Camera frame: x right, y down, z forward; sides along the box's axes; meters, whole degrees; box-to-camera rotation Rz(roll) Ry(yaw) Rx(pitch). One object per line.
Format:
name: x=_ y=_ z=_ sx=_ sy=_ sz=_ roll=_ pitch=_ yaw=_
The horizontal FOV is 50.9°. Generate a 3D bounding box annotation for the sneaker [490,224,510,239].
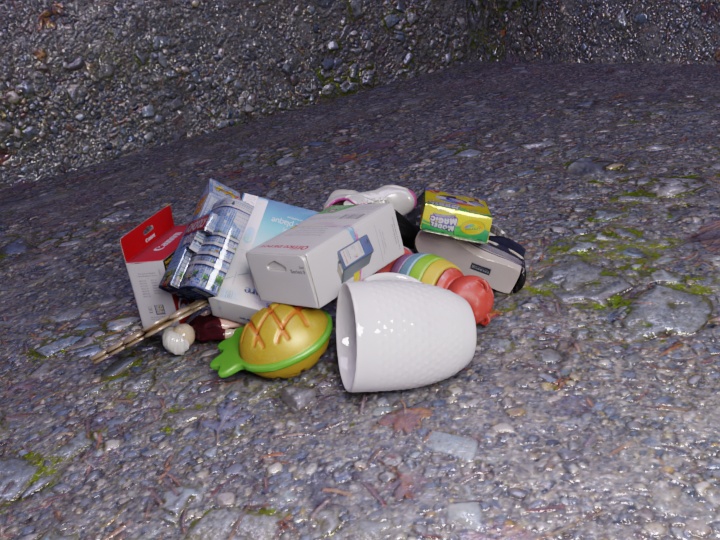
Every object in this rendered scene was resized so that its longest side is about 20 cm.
sneaker: x=0.226 y=-0.052 z=1.419 sx=0.199 sy=0.078 sz=0.088 roll=35 pitch=7 yaw=38

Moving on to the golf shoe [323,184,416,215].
golf shoe: x=0.015 y=-0.127 z=1.539 sx=0.197 sy=0.077 sz=0.092 roll=-4 pitch=17 yaw=21

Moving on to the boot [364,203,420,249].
boot: x=0.027 y=-0.077 z=1.451 sx=0.162 sy=0.067 sz=0.199 roll=-6 pitch=-7 yaw=24

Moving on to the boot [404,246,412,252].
boot: x=0.000 y=0.000 z=1.414 sx=0.196 sy=0.074 sz=0.090 roll=-12 pitch=7 yaw=-10

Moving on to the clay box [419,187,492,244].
clay box: x=0.160 y=-0.094 z=1.281 sx=0.113 sy=0.048 sz=0.200 roll=12 pitch=15 yaw=1

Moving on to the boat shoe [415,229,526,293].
boat shoe: x=0.194 y=-0.033 z=1.307 sx=0.197 sy=0.075 sz=0.093 roll=26 pitch=35 yaw=5

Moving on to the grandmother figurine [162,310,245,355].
grandmother figurine: x=-0.249 y=0.090 z=1.300 sx=0.198 sy=0.062 sz=0.120 roll=-22 pitch=15 yaw=-33

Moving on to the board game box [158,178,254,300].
board game box: x=-0.244 y=-0.057 z=1.227 sx=0.061 sy=0.203 sz=0.199 roll=25 pitch=-15 yaw=-22

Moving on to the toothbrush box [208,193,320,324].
toothbrush box: x=-0.157 y=-0.010 z=1.276 sx=0.144 sy=0.086 sz=0.203 roll=15 pitch=66 yaw=3

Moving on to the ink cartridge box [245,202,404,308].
ink cartridge box: x=-0.053 y=-0.027 z=1.148 sx=0.144 sy=0.089 sz=0.199 roll=3 pitch=25 yaw=44

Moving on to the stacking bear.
stacking bear: x=0.122 y=0.033 z=1.205 sx=0.113 sy=0.124 sz=0.198 roll=-16 pitch=23 yaw=-42

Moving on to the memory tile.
memory tile: x=-0.349 y=0.099 z=1.258 sx=0.198 sy=0.017 sz=0.153 roll=-25 pitch=5 yaw=34

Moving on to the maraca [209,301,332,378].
maraca: x=-0.134 y=0.108 z=1.139 sx=0.197 sy=0.108 sz=0.138 roll=-15 pitch=26 yaw=16

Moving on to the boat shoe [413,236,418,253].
boat shoe: x=0.135 y=-0.011 z=1.372 sx=0.067 sy=0.058 sz=0.200 roll=-14 pitch=23 yaw=-9

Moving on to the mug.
mug: x=0.059 y=0.072 z=1.059 sx=0.172 sy=0.150 sz=0.201 roll=-1 pitch=37 yaw=-13

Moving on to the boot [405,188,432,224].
boot: x=0.065 y=-0.120 z=1.658 sx=0.196 sy=0.067 sz=0.165 roll=-10 pitch=20 yaw=14

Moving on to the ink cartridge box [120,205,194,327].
ink cartridge box: x=-0.356 y=-0.015 z=1.444 sx=0.082 sy=0.178 sz=0.200 roll=-4 pitch=23 yaw=16
